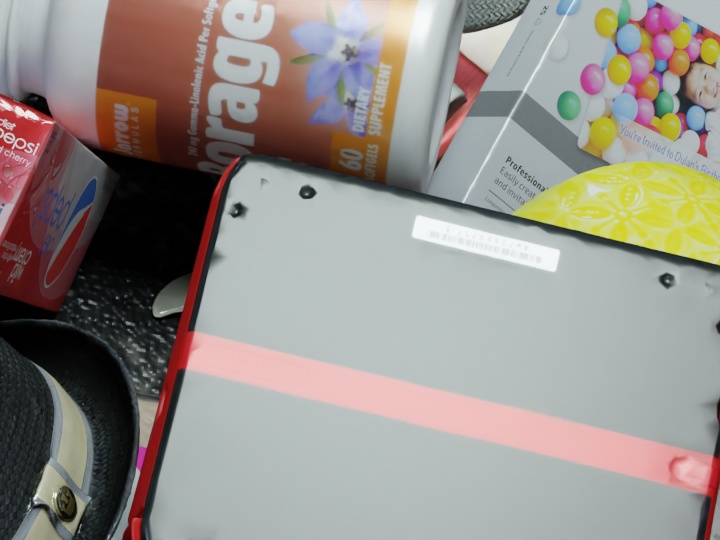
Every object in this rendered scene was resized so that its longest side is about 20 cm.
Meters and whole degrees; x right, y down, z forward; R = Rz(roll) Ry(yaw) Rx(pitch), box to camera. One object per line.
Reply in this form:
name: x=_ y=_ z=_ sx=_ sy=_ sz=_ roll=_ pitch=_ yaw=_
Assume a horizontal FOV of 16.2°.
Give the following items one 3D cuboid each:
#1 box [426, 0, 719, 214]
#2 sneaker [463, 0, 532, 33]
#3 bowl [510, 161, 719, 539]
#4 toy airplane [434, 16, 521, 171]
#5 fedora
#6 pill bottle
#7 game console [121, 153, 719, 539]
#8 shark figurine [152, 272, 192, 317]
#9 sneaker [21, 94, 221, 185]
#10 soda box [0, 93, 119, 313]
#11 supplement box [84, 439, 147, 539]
box: x=0.130 y=-0.068 z=1.119 sx=0.156 sy=0.041 sz=0.201 roll=38 pitch=73 yaw=-29
sneaker: x=-0.010 y=-0.172 z=1.139 sx=0.199 sy=0.076 sz=0.105 roll=13 pitch=47 yaw=3
bowl: x=0.122 y=0.069 z=0.968 sx=0.199 sy=0.201 sz=0.108 roll=-11 pitch=25 yaw=-30
toy airplane: x=0.076 y=-0.116 z=1.190 sx=0.199 sy=0.141 sz=0.200 roll=7 pitch=53 yaw=-23
fedora: x=-0.175 y=0.072 z=0.881 sx=0.200 sy=0.092 sz=0.201 roll=-21 pitch=37 yaw=16
pill bottle: x=-0.062 y=-0.096 z=1.047 sx=0.199 sy=0.113 sz=0.112 roll=11 pitch=43 yaw=5
game console: x=0.028 y=0.059 z=0.883 sx=0.199 sy=0.031 sz=0.178 roll=14 pitch=64 yaw=-1
shark figurine: x=-0.002 y=0.017 z=1.068 sx=0.128 sy=0.090 sz=0.215 roll=-19 pitch=58 yaw=-25
sneaker: x=-0.100 y=-0.087 z=1.143 sx=0.199 sy=0.084 sz=0.121 roll=-15 pitch=45 yaw=-34
soda box: x=-0.145 y=-0.030 z=0.986 sx=0.063 sy=0.200 sz=0.070 roll=24 pitch=88 yaw=2
supplement box: x=-0.064 y=0.172 z=0.884 sx=0.101 sy=0.104 sz=0.201 roll=12 pitch=42 yaw=-9
